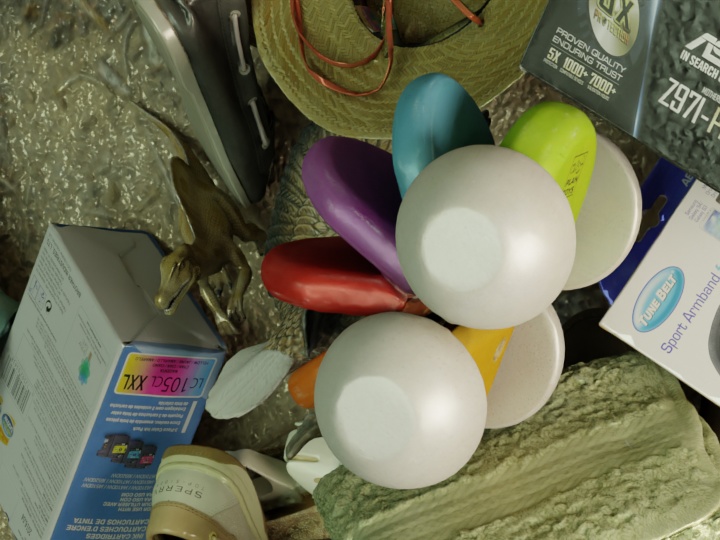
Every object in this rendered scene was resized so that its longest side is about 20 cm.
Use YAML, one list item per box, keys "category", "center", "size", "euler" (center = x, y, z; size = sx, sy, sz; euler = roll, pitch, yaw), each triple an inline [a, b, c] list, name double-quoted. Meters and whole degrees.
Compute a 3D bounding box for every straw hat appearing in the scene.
- category: "straw hat"
  center: [0.044, -0.159, 1.263]
  size: [0.201, 0.085, 0.202]
  euler: [-4, 82, 28]

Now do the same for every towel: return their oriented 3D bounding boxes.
- category: "towel"
  center: [0.081, 0.114, 1.182]
  size: [0.200, 0.148, 0.037]
  euler: [-22, 127, -1]

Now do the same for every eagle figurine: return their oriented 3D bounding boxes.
- category: "eagle figurine"
  center: [0.005, -0.002, 1.296]
  size: [0.151, 0.151, 0.201]
  euler: [11, 111, 29]

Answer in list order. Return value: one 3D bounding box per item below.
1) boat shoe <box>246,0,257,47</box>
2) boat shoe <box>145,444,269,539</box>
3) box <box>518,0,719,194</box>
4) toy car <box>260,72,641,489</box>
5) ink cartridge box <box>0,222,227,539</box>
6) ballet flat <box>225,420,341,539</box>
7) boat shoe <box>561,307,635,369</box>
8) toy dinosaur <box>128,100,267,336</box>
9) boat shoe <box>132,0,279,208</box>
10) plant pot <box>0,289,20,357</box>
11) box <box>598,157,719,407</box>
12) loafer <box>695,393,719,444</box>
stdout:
- category: "boat shoe"
  center: [-0.087, -0.173, 1.372]
  size: [0.200, 0.071, 0.065]
  euler: [34, 151, 15]
- category: "boat shoe"
  center: [-0.078, 0.187, 1.377]
  size: [0.074, 0.066, 0.200]
  euler: [-1, 134, 28]
- category: "box"
  center: [0.205, -0.091, 1.126]
  size: [0.200, 0.164, 0.086]
  euler: [35, 116, 24]
- category: "toy car"
  center: [0.031, -0.004, 1.136]
  size: [0.150, 0.175, 0.200]
  euler: [32, 111, 15]
- category: "ink cartridge box"
  center: [-0.166, 0.091, 1.434]
  size: [0.136, 0.076, 0.200]
  euler: [53, 126, 48]
- category: "ballet flat"
  center: [-0.037, 0.122, 1.381]
  size: [0.200, 0.065, 0.071]
  euler: [-24, 44, 33]
- category: "boat shoe"
  center: [0.137, 0.122, 1.270]
  size: [0.072, 0.068, 0.201]
  euler: [-11, 70, 30]
- category: "toy dinosaur"
  center: [-0.088, -0.030, 1.383]
  size: [0.058, 0.200, 0.101]
  euler: [-26, 124, 10]
- category: "boat shoe"
  center: [-0.071, -0.101, 1.325]
  size: [0.057, 0.200, 0.067]
  euler: [-31, 60, -5]
- category: "plant pot"
  center: [-0.292, 0.049, 1.486]
  size: [0.134, 0.200, 0.201]
  euler: [23, 114, 1]
- category: "box"
  center: [0.214, 0.021, 1.174]
  size: [0.200, 0.041, 0.119]
  euler: [34, 94, 10]
- category: "loafer"
  center: [0.203, 0.100, 1.220]
  size: [0.073, 0.071, 0.201]
  euler: [5, 102, 33]
